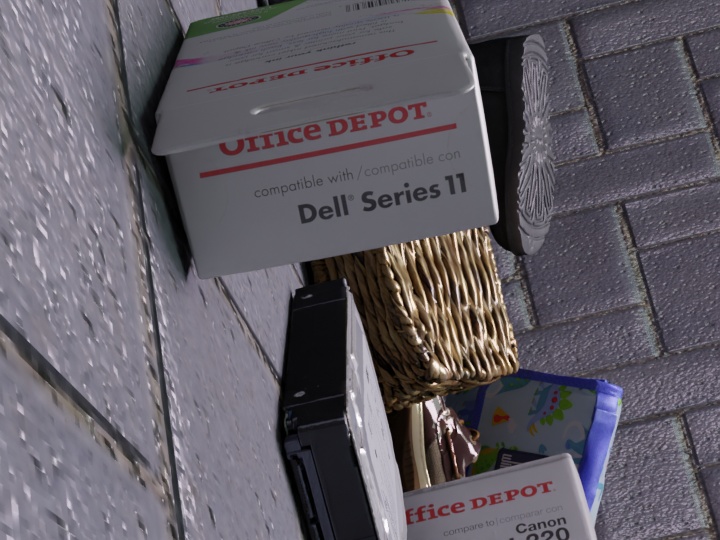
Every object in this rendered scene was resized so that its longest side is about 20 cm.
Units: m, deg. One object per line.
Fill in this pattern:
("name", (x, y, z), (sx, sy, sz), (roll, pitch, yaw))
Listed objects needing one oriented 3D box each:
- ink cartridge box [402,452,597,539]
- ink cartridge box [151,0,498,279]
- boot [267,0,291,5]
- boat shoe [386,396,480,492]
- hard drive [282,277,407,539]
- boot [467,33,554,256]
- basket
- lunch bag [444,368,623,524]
("ink cartridge box", (0.084, 0.223, 0.858), (0.201, 0.145, 0.085), (-99, 173, -49))
("ink cartridge box", (-0.012, -0.056, 0.556), (0.200, 0.116, 0.068), (-93, 172, -69))
("boot", (-0.041, -0.164, 1.010), (0.200, 0.069, 0.133), (116, -41, -78))
("boat shoe", (0.056, 0.142, 1.096), (0.072, 0.071, 0.202), (-35, -120, 58))
("hard drive", (-0.005, 0.101, 0.760), (0.200, 0.038, 0.141), (-89, 165, -72))
("boot", (0.044, -0.090, 1.086), (0.066, 0.199, 0.166), (12, 78, -60))
("basket", (0.000, 0.000, 1.001), (0.142, 0.148, 0.202), (-1, 76, -52))
("lunch bag", (0.133, 0.176, 1.160), (0.200, 0.127, 0.171), (-16, -123, 65))
